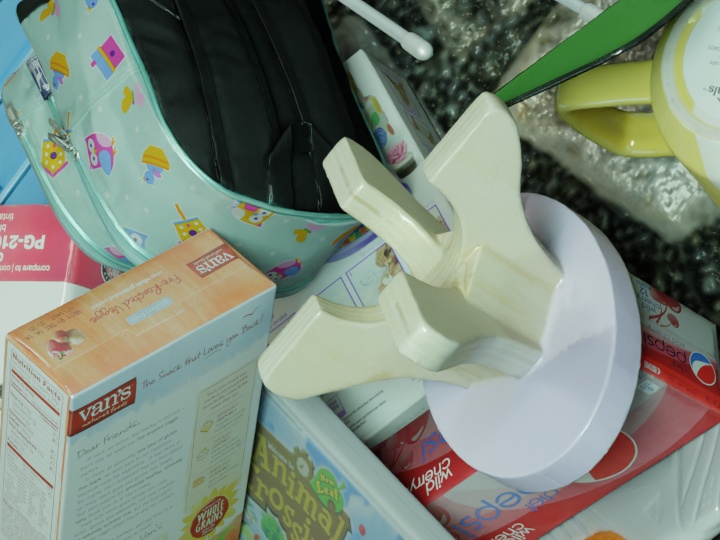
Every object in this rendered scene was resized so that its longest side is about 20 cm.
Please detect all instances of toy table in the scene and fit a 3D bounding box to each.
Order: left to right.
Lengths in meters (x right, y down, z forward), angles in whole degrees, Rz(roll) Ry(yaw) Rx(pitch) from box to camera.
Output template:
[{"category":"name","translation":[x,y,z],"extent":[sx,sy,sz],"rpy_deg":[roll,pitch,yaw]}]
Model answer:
[{"category":"toy table","translation":[0.049,0.011,1.432],"extent":[0.184,0.117,0.200],"rpy_deg":[-56,29,7]}]

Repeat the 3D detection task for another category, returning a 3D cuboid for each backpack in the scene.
[{"category":"backpack","translation":[-0.086,-0.076,1.552],"extent":[0.153,0.175,0.200],"rpy_deg":[-50,54,29]}]

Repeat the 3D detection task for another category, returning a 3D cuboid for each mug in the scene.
[{"category":"mug","translation":[0.205,-0.075,1.457],"extent":[0.186,0.153,0.150],"rpy_deg":[-33,63,19]}]

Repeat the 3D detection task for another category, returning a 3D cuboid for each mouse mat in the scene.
[{"category":"mouse mat","translation":[0.145,-0.134,1.448],"extent":[0.008,0.200,0.161],"rpy_deg":[58,148,-6]}]

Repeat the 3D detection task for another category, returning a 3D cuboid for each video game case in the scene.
[{"category":"video game case","translation":[-0.026,0.156,1.539],"extent":[0.200,0.022,0.183],"rpy_deg":[45,138,35]}]

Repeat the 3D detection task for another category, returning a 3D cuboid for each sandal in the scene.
[{"category":"sandal","translation":[0.159,0.138,1.472],"extent":[0.207,0.059,0.079],"rpy_deg":[-39,39,33]}]

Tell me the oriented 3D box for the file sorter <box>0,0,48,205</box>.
[{"category":"file sorter","translation":[-0.208,-0.108,1.729],"extent":[0.200,0.123,0.139],"rpy_deg":[43,100,32]}]

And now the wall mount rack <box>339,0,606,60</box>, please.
[{"category":"wall mount rack","translation":[0.040,-0.182,1.562],"extent":[0.075,0.199,0.174],"rpy_deg":[-49,58,56]}]

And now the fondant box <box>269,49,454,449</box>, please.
[{"category":"fondant box","translation":[0.000,0.000,1.614],"extent":[0.144,0.058,0.200],"rpy_deg":[-37,62,17]}]

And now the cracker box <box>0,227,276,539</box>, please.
[{"category":"cracker box","translation":[-0.119,0.089,1.483],"extent":[0.058,0.134,0.200],"rpy_deg":[41,140,28]}]

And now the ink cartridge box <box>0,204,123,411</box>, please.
[{"category":"ink cartridge box","translation":[-0.159,0.076,1.634],"extent":[0.084,0.145,0.201],"rpy_deg":[1,77,34]}]

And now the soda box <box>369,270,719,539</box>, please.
[{"category":"soda box","translation":[0.092,0.085,1.488],"extent":[0.200,0.070,0.064],"rpy_deg":[-38,38,35]}]
